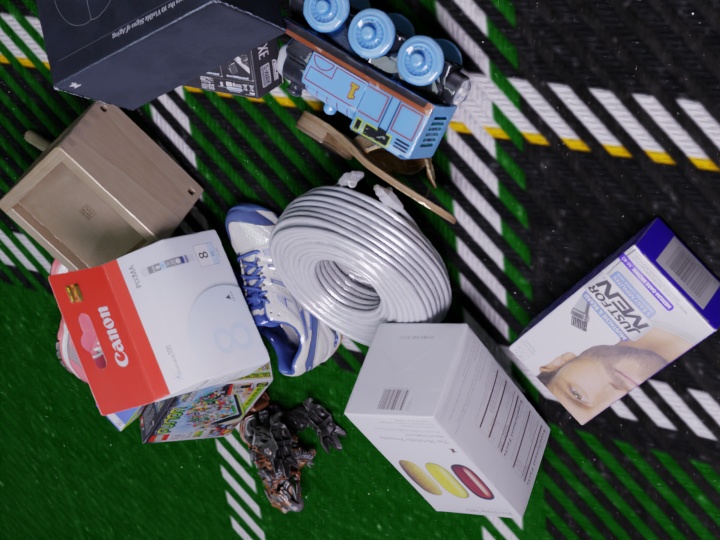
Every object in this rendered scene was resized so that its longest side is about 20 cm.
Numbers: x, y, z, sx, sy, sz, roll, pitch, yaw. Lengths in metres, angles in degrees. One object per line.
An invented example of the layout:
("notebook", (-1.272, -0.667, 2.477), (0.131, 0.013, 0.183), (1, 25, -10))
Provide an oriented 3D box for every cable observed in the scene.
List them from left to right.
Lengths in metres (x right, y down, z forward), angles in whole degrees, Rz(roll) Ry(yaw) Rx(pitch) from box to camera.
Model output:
("cable", (0.000, 0.000, 1.503), (0.200, 0.069, 0.200), (46, 149, -18))

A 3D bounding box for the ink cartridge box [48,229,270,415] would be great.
("ink cartridge box", (-0.208, 0.051, 1.536), (0.047, 0.199, 0.161), (-34, 75, 45))

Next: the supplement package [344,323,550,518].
("supplement package", (0.093, 0.154, 1.490), (0.113, 0.110, 0.200), (-2, 143, 38))

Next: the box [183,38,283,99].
("box", (-0.182, -0.269, 1.509), (0.199, 0.050, 0.159), (12, 124, 30))

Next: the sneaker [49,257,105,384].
("sneaker", (-0.329, 0.065, 1.823), (0.086, 0.074, 0.201), (14, 126, 27))

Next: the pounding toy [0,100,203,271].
("pounding toy", (-0.308, -0.097, 1.677), (0.184, 0.142, 0.200), (44, 137, -14))

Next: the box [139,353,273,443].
("box", (-0.180, 0.148, 1.680), (0.200, 0.109, 0.035), (128, 134, -59))

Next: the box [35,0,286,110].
("box", (-0.199, -0.286, 1.378), (0.199, 0.124, 0.198), (-21, 73, 27))

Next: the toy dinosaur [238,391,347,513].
("toy dinosaur", (-0.106, 0.196, 1.734), (0.135, 0.102, 0.200), (-1, 130, 54))

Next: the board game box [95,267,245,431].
("board game box", (-0.218, 0.092, 1.714), (0.045, 0.134, 0.200), (45, 135, 3))

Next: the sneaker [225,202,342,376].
("sneaker", (-0.095, 0.022, 1.610), (0.075, 0.088, 0.201), (-25, 101, 45))

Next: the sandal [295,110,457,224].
("sandal", (0.026, -0.126, 1.439), (0.211, 0.078, 0.070), (34, 93, 34))

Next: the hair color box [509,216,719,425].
("hair color box", (0.245, 0.052, 1.393), (0.109, 0.065, 0.200), (46, 136, 2))

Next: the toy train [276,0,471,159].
("toy train", (0.006, -0.190, 1.377), (0.199, 0.087, 0.115), (31, 105, 16))
